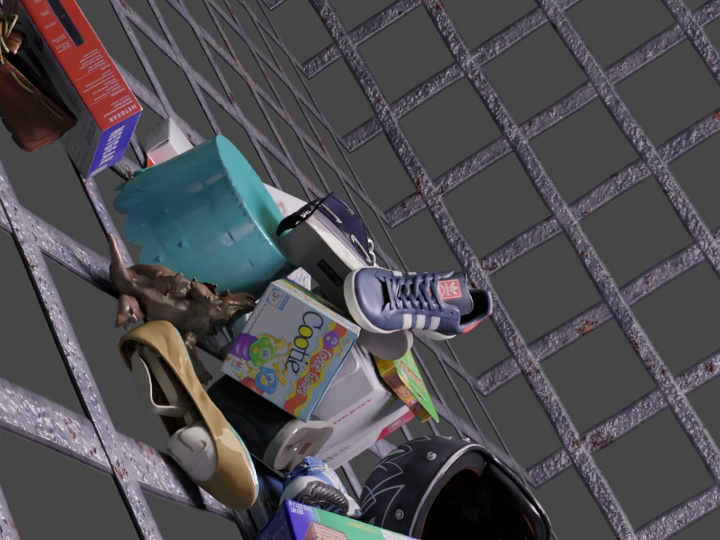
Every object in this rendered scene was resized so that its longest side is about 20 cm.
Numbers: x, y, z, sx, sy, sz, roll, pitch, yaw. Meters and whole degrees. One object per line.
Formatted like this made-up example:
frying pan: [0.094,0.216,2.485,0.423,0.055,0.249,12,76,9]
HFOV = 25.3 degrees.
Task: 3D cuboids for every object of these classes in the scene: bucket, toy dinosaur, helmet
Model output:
bucket: [-0.168,-0.044,1.810,0.208,0.134,0.207,57,8,-13]
toy dinosaur: [-0.194,0.028,1.606,0.200,0.086,0.136,34,7,-27]
helmet: [0.086,0.275,1.721,0.191,0.200,0.200,43,7,6]

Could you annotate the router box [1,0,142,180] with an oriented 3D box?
router box: [-0.299,-0.201,1.637,0.180,0.049,0.200,58,-18,2]

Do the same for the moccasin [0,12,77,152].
moccasin: [-0.350,-0.214,1.561,0.202,0.077,0.074,57,8,-8]

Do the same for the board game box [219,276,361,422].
board game box: [-0.068,0.077,1.655,0.103,0.105,0.200,31,1,0]

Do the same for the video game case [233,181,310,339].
video game case: [-0.108,-0.002,2.005,0.182,0.024,0.201,21,67,-65]

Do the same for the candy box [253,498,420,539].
candy box: [0.001,0.318,1.459,0.168,0.077,0.200,21,27,-28]

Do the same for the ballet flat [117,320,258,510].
ballet flat: [-0.165,0.138,1.473,0.063,0.069,0.201,-8,60,-50]

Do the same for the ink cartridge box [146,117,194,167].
ink cartridge box: [-0.205,-0.085,2.072,0.200,0.043,0.174,54,8,-23]

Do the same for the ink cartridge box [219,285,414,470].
ink cartridge box: [-0.043,0.130,1.867,0.145,0.145,0.200,60,8,19]

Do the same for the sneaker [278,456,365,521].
sneaker: [-0.054,0.229,1.604,0.077,0.076,0.200,53,-3,17]

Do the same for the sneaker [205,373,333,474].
sneaker: [-0.095,0.156,1.675,0.106,0.075,0.200,37,-6,14]

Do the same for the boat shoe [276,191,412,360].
boat shoe: [0.000,0.000,1.780,0.200,0.075,0.093,52,37,-7]

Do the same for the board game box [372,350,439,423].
board game box: [0.036,0.093,1.863,0.096,0.030,0.200,50,8,-37]

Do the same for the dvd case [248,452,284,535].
dvd case: [-0.065,0.281,1.619,0.143,0.017,0.201,48,12,-54]

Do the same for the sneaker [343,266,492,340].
sneaker: [0.066,0.027,1.702,0.199,0.084,0.075,9,67,-51]
